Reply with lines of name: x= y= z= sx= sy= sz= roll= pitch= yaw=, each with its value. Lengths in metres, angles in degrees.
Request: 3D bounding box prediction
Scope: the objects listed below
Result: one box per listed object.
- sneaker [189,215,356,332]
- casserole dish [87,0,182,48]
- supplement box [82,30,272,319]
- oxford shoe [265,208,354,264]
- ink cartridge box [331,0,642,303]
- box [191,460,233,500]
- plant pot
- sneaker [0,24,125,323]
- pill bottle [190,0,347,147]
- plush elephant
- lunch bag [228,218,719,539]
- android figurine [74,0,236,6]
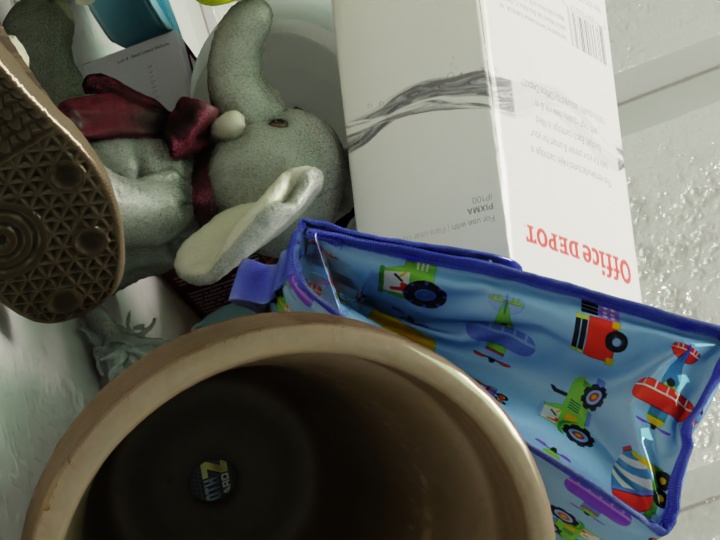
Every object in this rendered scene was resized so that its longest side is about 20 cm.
sneaker: x=0.000 y=0.000 z=1.165 sx=0.074 sy=0.200 sz=0.082 roll=23 pitch=-58 yaw=53
casserole dish: x=-0.153 y=-0.202 z=1.305 sx=0.121 sy=0.039 sz=0.200 roll=59 pitch=5 yaw=-49
supplement box: x=-0.086 y=-0.038 z=1.324 sx=0.200 sy=0.061 sz=0.109 roll=53 pitch=19 yaw=-61
oxford shoe: x=0.001 y=-0.026 z=1.290 sx=0.071 sy=0.073 sz=0.200 roll=39 pitch=36 yaw=-10
ink cartridge box: x=0.059 y=-0.074 z=1.092 sx=0.146 sy=0.083 sz=0.200 roll=17 pitch=64 yaw=-58
box: x=-0.039 y=0.149 z=1.208 sx=0.200 sy=0.051 sz=0.158 roll=59 pitch=13 yaw=-49
plant pot: x=-0.043 y=0.101 z=0.911 sx=0.201 sy=0.200 sz=0.175 roll=67 pitch=-9 yaw=-16
sneaker: x=-0.151 y=-0.069 z=0.934 sx=0.076 sy=0.070 sz=0.200 roll=-106 pitch=173 yaw=-51
pill bottle: x=-0.031 y=-0.100 z=1.238 sx=0.200 sy=0.109 sz=0.110 roll=-73 pitch=142 yaw=-73
plush elephant: x=-0.078 y=-0.052 z=1.070 sx=0.165 sy=0.155 sz=0.200 roll=-55 pitch=124 yaw=-80
lunch bag: x=0.037 y=0.046 z=0.984 sx=0.151 sy=0.200 sz=0.094 roll=115 pitch=-3 yaw=-73
android figurine: x=-0.111 y=-0.154 z=1.088 sx=0.200 sy=0.182 sz=0.041 roll=-20 pitch=115 yaw=-47
